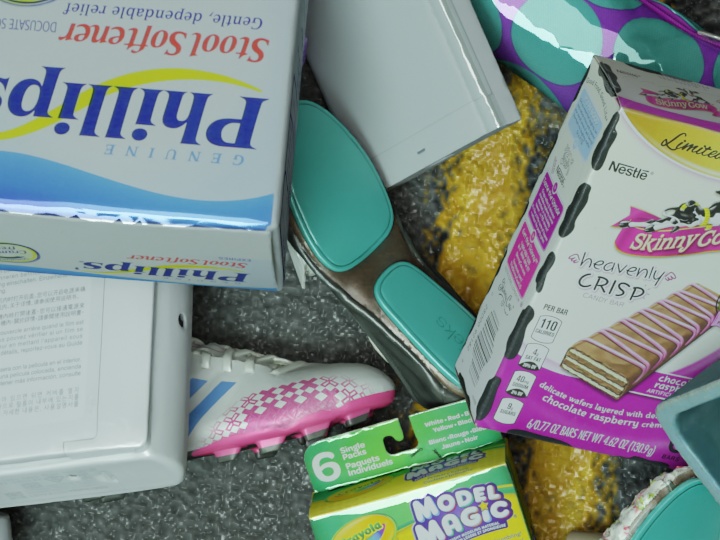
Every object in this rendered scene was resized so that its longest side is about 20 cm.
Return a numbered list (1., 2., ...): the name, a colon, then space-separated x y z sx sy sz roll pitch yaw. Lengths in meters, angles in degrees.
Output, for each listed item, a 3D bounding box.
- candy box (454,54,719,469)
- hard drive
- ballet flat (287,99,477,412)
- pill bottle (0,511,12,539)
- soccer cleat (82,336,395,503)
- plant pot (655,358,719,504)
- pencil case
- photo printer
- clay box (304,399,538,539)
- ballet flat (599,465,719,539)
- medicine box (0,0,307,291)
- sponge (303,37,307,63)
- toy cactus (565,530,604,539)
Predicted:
1. candy box: 0.150 0.000 1.419 0.135 0.061 0.201 12 118 -19
2. hard drive: 0.005 -0.152 1.476 0.026 0.132 0.201 -23 88 -36
3. ballet flat: 0.000 0.000 1.497 0.068 0.068 0.201 -35 91 -30
4. pill bottle: -0.229 0.239 1.514 0.111 0.112 0.202 -5 90 8
5. soccer cleat: -0.082 0.068 1.512 0.199 0.070 0.087 -15 83 6
6. plant pot: 0.311 0.069 1.351 0.200 0.196 0.197 -40 94 -29
7. pencil case: 0.128 -0.130 1.472 0.199 0.085 0.093 35 111 5
8. photo printer: -0.172 0.026 1.490 0.165 0.069 0.201 -9 63 16
9. clay box: 0.047 0.178 1.484 0.114 0.048 0.201 -17 106 7
10. ballet flat: 0.135 0.190 1.434 0.075 0.064 0.201 12 100 -30
11. medicine box: -0.122 -0.102 1.409 0.181 0.103 0.201 4 70 1
12. sponge: -0.138 -0.137 1.503 0.199 0.030 0.112 33 61 10
13. toy cactus: 0.187 0.181 1.475 0.164 0.102 0.202 12 101 17
